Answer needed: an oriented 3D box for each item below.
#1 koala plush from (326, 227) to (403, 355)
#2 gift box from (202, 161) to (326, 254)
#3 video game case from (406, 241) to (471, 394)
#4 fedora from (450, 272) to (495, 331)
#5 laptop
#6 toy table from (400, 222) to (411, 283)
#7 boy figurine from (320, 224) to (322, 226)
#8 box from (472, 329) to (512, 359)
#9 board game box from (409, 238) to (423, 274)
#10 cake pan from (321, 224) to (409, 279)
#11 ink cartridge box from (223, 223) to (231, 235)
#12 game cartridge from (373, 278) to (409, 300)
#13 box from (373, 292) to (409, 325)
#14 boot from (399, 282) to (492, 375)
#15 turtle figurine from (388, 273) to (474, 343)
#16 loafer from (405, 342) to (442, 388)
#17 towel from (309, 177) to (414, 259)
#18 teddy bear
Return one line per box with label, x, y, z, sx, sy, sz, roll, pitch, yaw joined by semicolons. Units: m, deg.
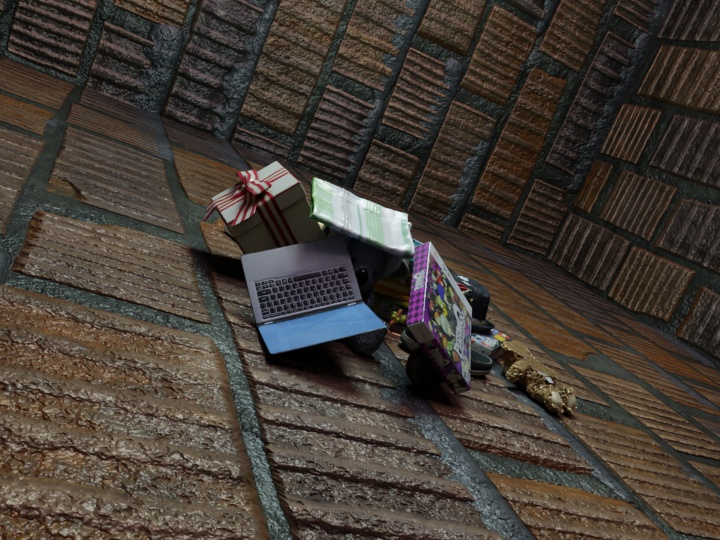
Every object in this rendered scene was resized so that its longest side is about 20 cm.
koala plush;-0.019;0.017;1.279;0.176;0.201;0.184;21;12;-9
gift box;-0.194;-0.095;1.387;0.184;0.199;0.187;36;-25;56
video game case;0.141;0.080;1.202;0.182;0.036;0.201;54;30;-31
fedora;0.236;0.062;1.624;0.200;0.092;0.201;22;11;-5
laptop;-0.081;0.032;1.125;0.186;0.201;0.116;-12;-16;-15
toy table;0.097;-0.028;1.782;0.199;0.185;0.117;6;-4;1
boy figurine;-0.108;-0.108;1.574;0.199;0.065;0.124;24;5;8
box;0.262;0.153;1.604;0.136;0.040;0.200;27;13;22
board game box;0.069;-0.040;1.530;0.150;0.047;0.200;27;-11;2
cake pan;0.016;-0.051;1.394;0.199;0.037;0.200;27;-17;9
ink cartridge box;-0.205;-0.082;1.628;0.146;0.085;0.200;11;18;-47
game cartridge;0.000;0.000;1.546;0.200;0.033;0.176;31;8;39
box;0.070;0.076;1.560;0.199;0.049;0.117;22;12;-17
boot;0.197;0.113;1.373;0.203;0.154;0.074;22;17;-12
turtle figurine;0.145;0.093;1.485;0.199;0.064;0.162;7;60;-14
loafer;0.121;0.165;1.257;0.071;0.073;0.200;15;5;26
towel;0.003;-0.098;1.254;0.199;0.031;0.149;22;27;-17
teddy bear;0.361;0.230;1.441;0.200;0.067;0.145;37;27;27
